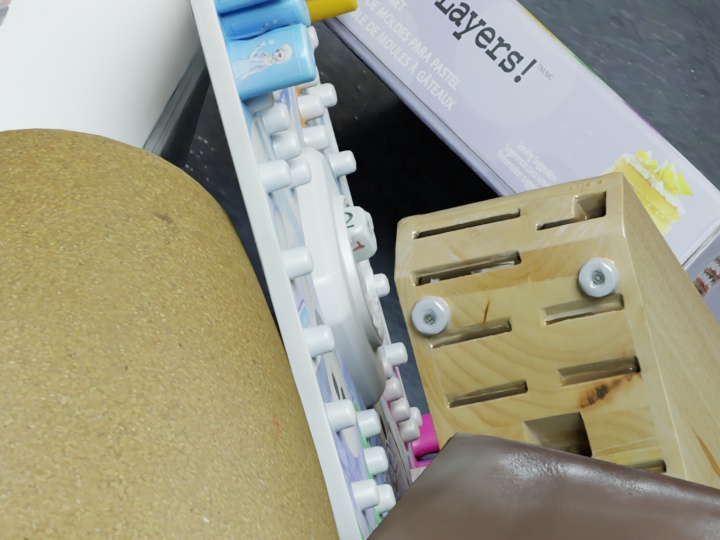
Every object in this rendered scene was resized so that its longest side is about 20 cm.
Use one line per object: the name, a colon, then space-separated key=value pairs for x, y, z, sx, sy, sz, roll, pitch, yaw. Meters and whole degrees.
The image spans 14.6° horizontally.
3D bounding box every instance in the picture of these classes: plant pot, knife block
plant pot: x=-0.078 y=0.071 z=0.626 sx=0.186 sy=0.187 sz=0.200 roll=18 pitch=44 yaw=-14
knife block: x=0.085 y=0.060 z=0.787 sx=0.176 sy=0.064 sz=0.201 roll=-38 pitch=114 yaw=-67

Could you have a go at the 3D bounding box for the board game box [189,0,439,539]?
board game box: x=0.000 y=0.000 z=0.766 sx=0.026 sy=0.201 sz=0.200 roll=-15 pitch=9 yaw=5

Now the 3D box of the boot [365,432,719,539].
boot: x=0.089 y=0.124 z=0.606 sx=0.199 sy=0.064 sz=0.187 roll=10 pitch=47 yaw=-1

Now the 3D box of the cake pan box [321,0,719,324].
cake pan box: x=0.065 y=-0.040 z=0.932 sx=0.184 sy=0.052 sz=0.200 roll=48 pitch=5 yaw=22

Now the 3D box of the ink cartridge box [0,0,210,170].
ink cartridge box: x=-0.146 y=-0.065 z=0.801 sx=0.200 sy=0.145 sz=0.085 roll=29 pitch=70 yaw=0
